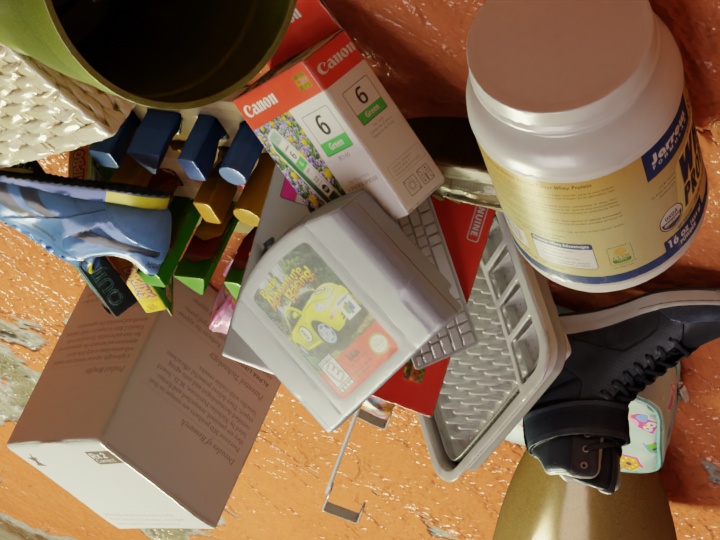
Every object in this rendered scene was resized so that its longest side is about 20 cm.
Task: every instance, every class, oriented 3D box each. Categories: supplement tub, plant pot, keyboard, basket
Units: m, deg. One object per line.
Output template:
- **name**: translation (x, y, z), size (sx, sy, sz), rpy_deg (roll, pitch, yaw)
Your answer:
- **supplement tub**: translation (0.150, -0.094, 1.403), size (0.143, 0.145, 0.200), rpy_deg (11, 152, 24)
- **plant pot**: translation (-0.175, -0.211, 1.433), size (0.200, 0.201, 0.192), rpy_deg (41, 161, -31)
- **plant pot**: translation (0.207, 0.221, 1.943), size (0.185, 0.187, 0.201), rpy_deg (15, 140, 18)
- **keyboard**: translation (0.036, -0.024, 1.637), size (0.011, 0.056, 0.202), rpy_deg (-124, 14, -74)
- **basket**: translation (-0.254, -0.168, 1.632), size (0.135, 0.124, 0.199), rpy_deg (40, 151, -29)

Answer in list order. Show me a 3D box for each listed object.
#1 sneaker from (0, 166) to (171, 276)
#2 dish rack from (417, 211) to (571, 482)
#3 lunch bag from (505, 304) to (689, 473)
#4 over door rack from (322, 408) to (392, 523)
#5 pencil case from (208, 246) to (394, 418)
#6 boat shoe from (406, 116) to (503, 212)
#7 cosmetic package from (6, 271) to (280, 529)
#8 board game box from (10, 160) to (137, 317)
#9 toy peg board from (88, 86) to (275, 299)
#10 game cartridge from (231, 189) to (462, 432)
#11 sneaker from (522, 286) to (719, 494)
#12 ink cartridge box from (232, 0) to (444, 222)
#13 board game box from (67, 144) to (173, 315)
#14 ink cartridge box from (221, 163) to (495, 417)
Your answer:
- **sneaker**: translation (-0.251, -0.040, 1.718), size (0.198, 0.079, 0.066), rpy_deg (10, -169, 7)
- **dish rack**: translation (0.101, 0.056, 1.697), size (0.043, 0.173, 0.200), rpy_deg (2, 144, -29)
- **lunch bag**: translation (0.181, 0.094, 1.812), size (0.198, 0.077, 0.161), rpy_deg (15, 149, 16)
- **over door rack**: translation (-0.009, 0.092, 1.806), size (0.066, 0.148, 0.201), rpy_deg (10, 126, 7)
- **pencil case**: translation (-0.041, 0.058, 1.933), size (0.199, 0.088, 0.087), rpy_deg (28, 154, -6)
- **boat shoe**: translation (0.104, -0.065, 1.568), size (0.199, 0.073, 0.064), rpy_deg (9, 124, 15)
- **cosmetic package**: translation (-0.205, 0.127, 2.062), size (0.164, 0.201, 0.165), rpy_deg (-7, 141, 48)
- **board game box**: translation (-0.272, -0.057, 1.837), size (0.201, 0.028, 0.135), rpy_deg (56, 172, -19)
- **toy peg board**: translation (-0.128, -0.059, 1.762), size (0.198, 0.098, 0.200), rpy_deg (8, 150, 29)
- **game cartridge**: translation (-0.019, 0.029, 1.576), size (0.133, 0.041, 0.200), rpy_deg (50, 140, 6)
- **sneaker**: translation (0.218, 0.098, 1.669), size (0.201, 0.148, 0.077), rpy_deg (-15, 156, 25)
- **ink cartridge box**: translation (-0.035, -0.121, 1.541), size (0.201, 0.050, 0.109), rpy_deg (55, 147, -10)
- **board game box**: translation (-0.207, -0.047, 1.856), size (0.030, 0.096, 0.200), rpy_deg (-13, 144, 14)
- **ink cartridge box**: translation (0.000, 0.000, 1.662), size (0.172, 0.202, 0.044), rpy_deg (19, -170, 13)
